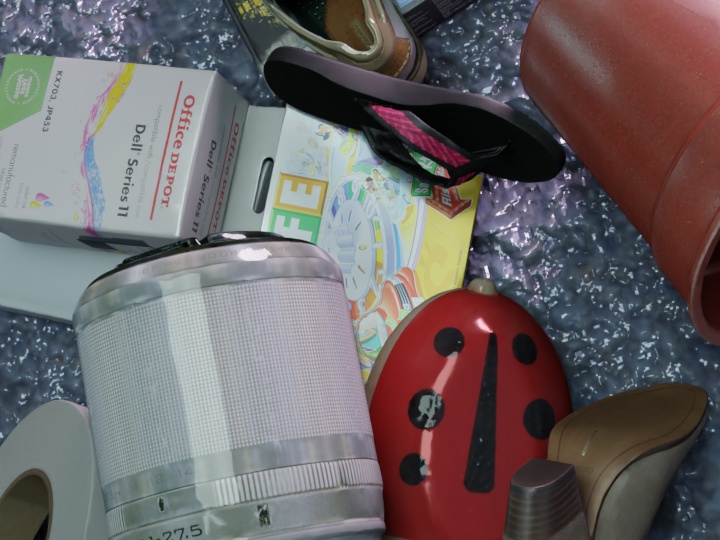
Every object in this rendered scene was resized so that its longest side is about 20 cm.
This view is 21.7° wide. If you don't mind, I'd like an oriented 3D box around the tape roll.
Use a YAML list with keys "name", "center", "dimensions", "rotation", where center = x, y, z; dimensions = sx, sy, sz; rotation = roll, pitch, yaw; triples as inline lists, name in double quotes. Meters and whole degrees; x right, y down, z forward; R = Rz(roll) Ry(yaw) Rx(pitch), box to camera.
- name: "tape roll"
  center: [-0.203, 0.181, 1.168]
  dimensions: [0.203, 0.037, 0.204]
  rotation: [-39, 39, 40]

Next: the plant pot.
- name: "plant pot"
  center: [0.206, -0.096, 1.084]
  dimensions: [0.201, 0.201, 0.195]
  rotation: [-43, 58, 4]

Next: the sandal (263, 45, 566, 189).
- name: "sandal"
  center: [0.028, -0.083, 1.147]
  dimensions: [0.198, 0.075, 0.045]
  rotation: [17, 64, 13]

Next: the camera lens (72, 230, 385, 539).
- name: "camera lens"
  center: [-0.074, 0.088, 1.071]
  dimensions: [0.159, 0.160, 0.202]
  rotation: [-14, 78, 15]

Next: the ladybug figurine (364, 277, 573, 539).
- name: "ladybug figurine"
  center: [0.065, 0.104, 1.112]
  dimensions: [0.134, 0.072, 0.202]
  rotation: [3, 85, -7]

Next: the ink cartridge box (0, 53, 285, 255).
- name: "ink cartridge box"
  center: [-0.146, -0.072, 1.232]
  dimensions: [0.198, 0.067, 0.118]
  rotation: [6, 77, 20]

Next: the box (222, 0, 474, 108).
- name: "box"
  center: [-0.003, -0.225, 1.261]
  dimensions: [0.199, 0.049, 0.162]
  rotation: [-31, 71, 9]

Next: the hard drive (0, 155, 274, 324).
- name: "hard drive"
  center: [-0.163, -0.024, 1.276]
  dimensions: [0.198, 0.027, 0.133]
  rotation: [10, 79, 22]

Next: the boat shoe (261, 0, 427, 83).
- name: "boat shoe"
  center: [-0.034, -0.194, 1.201]
  dimensions: [0.075, 0.068, 0.200]
  rotation: [-45, 68, 4]

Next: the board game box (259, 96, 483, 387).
- name: "board game box"
  center: [0.000, 0.000, 1.186]
  dimensions: [0.133, 0.034, 0.202]
  rotation: [10, 79, 4]

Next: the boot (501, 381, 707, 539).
- name: "boot"
  center: [0.139, 0.163, 1.080]
  dimensions: [0.070, 0.199, 0.148]
  rotation: [12, 115, 43]
